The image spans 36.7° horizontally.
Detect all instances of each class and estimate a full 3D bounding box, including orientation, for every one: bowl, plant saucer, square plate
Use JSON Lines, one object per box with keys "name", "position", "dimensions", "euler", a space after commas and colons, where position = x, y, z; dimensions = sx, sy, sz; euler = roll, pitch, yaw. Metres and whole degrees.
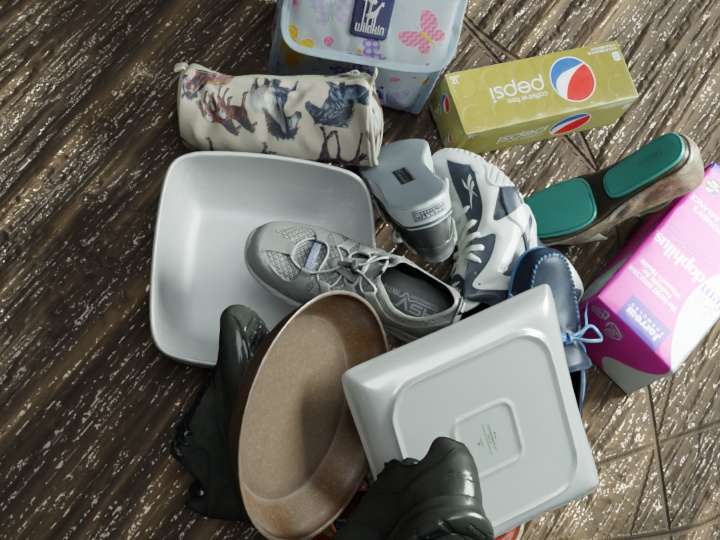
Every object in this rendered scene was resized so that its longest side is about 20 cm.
{"name": "bowl", "position": [-0.088, 0.001, 0.979], "dimensions": [0.197, 0.075, 0.202], "euler": [5, 71, -10]}
{"name": "plant saucer", "position": [-0.044, 0.112, 0.858], "dimensions": [0.036, 0.201, 0.202], "euler": [12, 64, 31]}
{"name": "square plate", "position": [0.101, 0.139, 0.904], "dimensions": [0.196, 0.028, 0.202], "euler": [-22, 107, -16]}

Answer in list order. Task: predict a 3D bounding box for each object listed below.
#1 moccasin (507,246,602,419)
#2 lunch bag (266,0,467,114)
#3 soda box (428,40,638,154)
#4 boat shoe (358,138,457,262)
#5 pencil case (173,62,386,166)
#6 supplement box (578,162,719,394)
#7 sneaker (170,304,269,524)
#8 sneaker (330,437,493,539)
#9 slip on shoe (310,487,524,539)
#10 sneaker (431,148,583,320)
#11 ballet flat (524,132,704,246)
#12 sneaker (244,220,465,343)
{"name": "moccasin", "position": [0.181, 0.079, 0.974], "dimensions": [0.080, 0.068, 0.202], "euler": [-14, 105, -19]}
{"name": "lunch bag", "position": [0.004, -0.241, 1.013], "dimensions": [0.168, 0.200, 0.129], "euler": [11, 69, -9]}
{"name": "soda box", "position": [0.175, -0.172, 1.101], "dimensions": [0.198, 0.064, 0.068], "euler": [-14, 75, -16]}
{"name": "boat shoe", "position": [0.050, -0.065, 0.997], "dimensions": [0.073, 0.200, 0.069], "euler": [-22, 115, -5]}
{"name": "pencil case", "position": [-0.077, -0.147, 1.003], "dimensions": [0.197, 0.078, 0.091], "euler": [5, 102, 6]}
{"name": "supplement box", "position": [0.300, 0.008, 1.049], "dimensions": [0.101, 0.103, 0.200], "euler": [44, 70, 3]}
{"name": "sneaker", "position": [-0.113, 0.125, 0.891], "dimensions": [0.090, 0.076, 0.202], "euler": [2, 109, 3]}
{"name": "sneaker", "position": [0.028, 0.197, 0.837], "dimensions": [0.075, 0.200, 0.092], "euler": [26, 45, -30]}
{"name": "slip on shoe", "position": [0.051, 0.220, 0.944], "dimensions": [0.197, 0.061, 0.075], "euler": [5, 69, -12]}
{"name": "sneaker", "position": [0.103, -0.013, 1.023], "dimensions": [0.129, 0.079, 0.200], "euler": [-36, 89, -26]}
{"name": "ballet flat", "position": [0.239, -0.063, 1.046], "dimensions": [0.067, 0.199, 0.069], "euler": [32, 46, -43]}
{"name": "sneaker", "position": [0.000, 0.000, 0.917], "dimensions": [0.198, 0.082, 0.075], "euler": [18, 68, -7]}
